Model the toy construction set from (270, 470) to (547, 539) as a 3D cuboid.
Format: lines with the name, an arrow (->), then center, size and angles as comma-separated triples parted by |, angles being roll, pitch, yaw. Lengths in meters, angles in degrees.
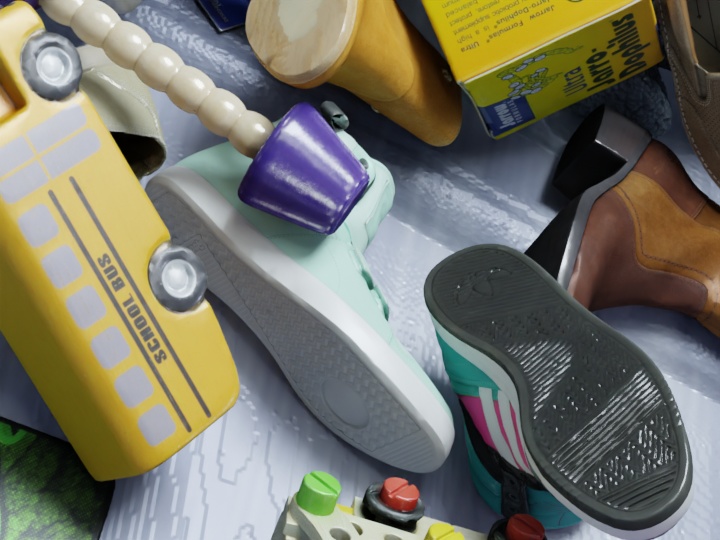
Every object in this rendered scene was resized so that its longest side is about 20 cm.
toy construction set -> 0.031, 0.158, 0.892 | 0.199, 0.092, 0.131 | 31, 23, -14

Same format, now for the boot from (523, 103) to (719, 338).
boot -> 0.181, 0.027, 1.107 | 0.199, 0.069, 0.189 | 36, 39, -9

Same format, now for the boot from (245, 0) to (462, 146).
boot -> 0.007, -0.112, 1.041 | 0.144, 0.071, 0.202 | 46, 16, -29

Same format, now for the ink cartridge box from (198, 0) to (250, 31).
ink cartridge box -> -0.025, -0.207, 1.173 | 0.199, 0.039, 0.100 | -25, 71, -38

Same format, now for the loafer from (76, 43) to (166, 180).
loafer -> -0.165, -0.051, 0.957 | 0.068, 0.076, 0.199 | 43, 47, 16

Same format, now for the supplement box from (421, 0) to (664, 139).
supplement box -> 0.073, -0.193, 1.098 | 0.109, 0.109, 0.201 | -24, 74, 7

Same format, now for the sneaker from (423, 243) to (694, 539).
sneaker -> 0.099, 0.086, 0.957 | 0.083, 0.121, 0.200 | -28, 40, -7

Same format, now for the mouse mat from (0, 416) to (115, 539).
mouse mat -> -0.197, 0.133, 0.849 | 0.160, 0.008, 0.201 | 22, 48, -12

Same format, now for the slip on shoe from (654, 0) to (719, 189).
slip on shoe -> 0.203, -0.110, 1.085 | 0.075, 0.201, 0.061 | -14, 23, 11

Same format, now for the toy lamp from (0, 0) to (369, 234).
toy lamp -> -0.084, -0.088, 0.959 | 0.199, 0.058, 0.058 | 37, 47, 4

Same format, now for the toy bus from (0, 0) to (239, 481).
toy bus -> -0.131, -0.013, 0.893 | 0.078, 0.065, 0.201 | -37, 103, -32

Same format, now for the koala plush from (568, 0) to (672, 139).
koala plush -> 0.256, -0.133, 1.190 | 0.200, 0.184, 0.178 | 39, 47, -12

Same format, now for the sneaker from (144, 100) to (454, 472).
sneaker -> 0.000, 0.000, 1.003 | 0.118, 0.074, 0.200 | -34, 74, -34

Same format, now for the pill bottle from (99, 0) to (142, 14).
pill bottle -> -0.094, -0.238, 1.034 | 0.111, 0.111, 0.200 | 41, 81, 6
